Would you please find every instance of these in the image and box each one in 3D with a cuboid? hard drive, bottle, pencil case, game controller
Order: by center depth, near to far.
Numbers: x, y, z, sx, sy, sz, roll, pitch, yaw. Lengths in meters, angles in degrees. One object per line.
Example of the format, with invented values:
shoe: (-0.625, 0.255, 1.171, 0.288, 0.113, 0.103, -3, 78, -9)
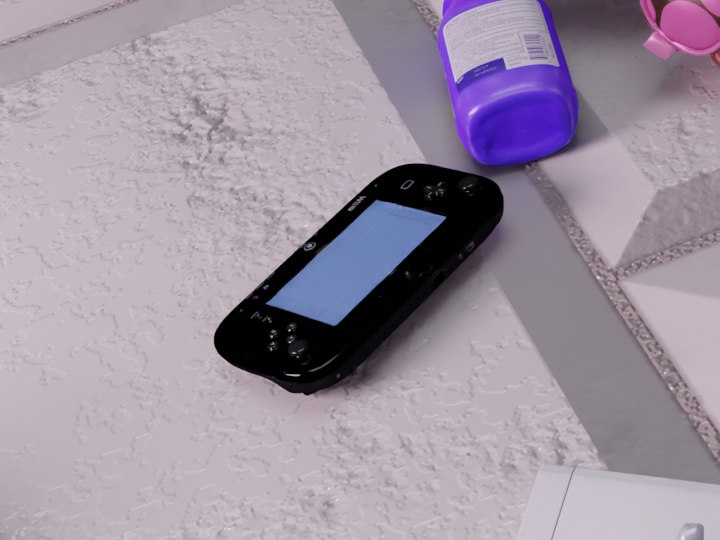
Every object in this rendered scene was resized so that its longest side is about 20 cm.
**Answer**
hard drive: (0.169, 0.162, 0.852, 0.198, 0.027, 0.132, 5, 45, 22)
game controller: (0.000, 0.000, 1.075, 0.104, 0.042, 0.200, 23, 53, 36)
pencil case: (0.264, -0.214, 1.179, 0.091, 0.094, 0.200, 37, 46, 21)
bottle: (0.095, -0.155, 1.200, 0.083, 0.066, 0.201, -14, 40, 5)

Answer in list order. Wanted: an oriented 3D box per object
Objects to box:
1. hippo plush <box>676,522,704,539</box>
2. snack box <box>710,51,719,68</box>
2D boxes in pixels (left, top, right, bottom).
hippo plush: (0.175, 0.237, 0.710, 0.160, 0.160, 0.201, 12, 55, -15)
snack box: (0.302, -0.108, 1.115, 0.071, 0.024, 0.200, -22, 41, -6)
